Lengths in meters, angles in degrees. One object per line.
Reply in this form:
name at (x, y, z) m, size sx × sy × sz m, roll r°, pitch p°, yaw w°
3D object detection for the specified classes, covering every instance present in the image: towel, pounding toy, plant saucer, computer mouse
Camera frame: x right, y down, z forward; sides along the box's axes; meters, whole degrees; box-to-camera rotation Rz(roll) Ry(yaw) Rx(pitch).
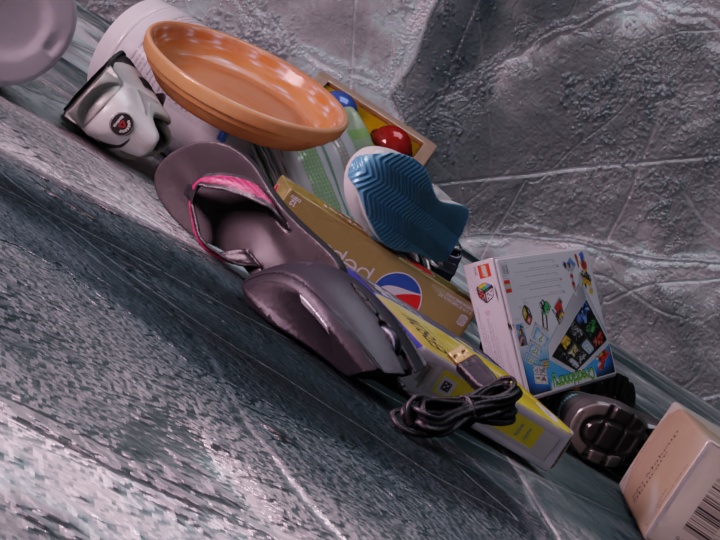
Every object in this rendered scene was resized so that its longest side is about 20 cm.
towel at (-0.026, -0.089, 1.682) m, size 0.200 × 0.031 × 0.149 m, roll -18°, pitch 84°, yaw -60°
pounding toy at (-0.009, -0.111, 1.876) m, size 0.184 × 0.142 × 0.200 m, roll 33°, pitch 31°, yaw 1°
plant saucer at (-0.108, -0.163, 1.587) m, size 0.200 × 0.037 × 0.200 m, roll 25°, pitch 20°, yaw -10°
computer mouse at (0.023, 0.041, 1.184) m, size 0.140 × 0.046 × 0.200 m, roll 1°, pitch 29°, yaw -48°

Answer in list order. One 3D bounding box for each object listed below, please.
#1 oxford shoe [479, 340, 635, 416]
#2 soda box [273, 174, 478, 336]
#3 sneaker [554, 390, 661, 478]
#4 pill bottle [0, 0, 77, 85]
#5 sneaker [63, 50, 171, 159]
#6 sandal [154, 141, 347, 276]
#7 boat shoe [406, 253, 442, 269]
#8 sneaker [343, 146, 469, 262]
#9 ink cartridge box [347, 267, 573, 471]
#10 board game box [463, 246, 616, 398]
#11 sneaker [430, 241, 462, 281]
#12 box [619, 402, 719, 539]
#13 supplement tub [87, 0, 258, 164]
oxford shoe at (0.172, 0.102, 1.683) m, size 0.200 × 0.073 × 0.084 m, roll 31°, pitch -12°, yaw -40°
soda box at (0.000, 0.000, 1.515) m, size 0.200 × 0.064 × 0.068 m, roll 32°, pitch 6°, yaw -14°
sneaker at (0.258, 0.158, 1.566) m, size 0.200 × 0.075 × 0.079 m, roll 32°, pitch 3°, yaw -19°
pill bottle at (-0.324, -0.238, 1.470) m, size 0.114 × 0.114 × 0.200 m, roll 29°, pitch 6°, yaw -38°
sneaker at (-0.207, -0.135, 1.529) m, size 0.088 × 0.074 × 0.200 m, roll 41°, pitch 9°, yaw -13°
sandal at (-0.088, -0.035, 1.289) m, size 0.200 × 0.075 × 0.045 m, roll 40°, pitch 19°, yaw 33°
boat shoe at (0.039, 0.001, 1.713) m, size 0.074 × 0.068 × 0.199 m, roll 36°, pitch 5°, yaw 22°
sneaker at (0.023, -0.060, 1.510) m, size 0.081 × 0.077 × 0.200 m, roll 27°, pitch -4°, yaw 25°
ink cartridge box at (0.043, 0.060, 1.338) m, size 0.200 × 0.047 × 0.198 m, roll 34°, pitch 5°, yaw -24°
board game box at (0.164, 0.047, 1.568) m, size 0.035 × 0.126 × 0.200 m, roll -15°, pitch -5°, yaw 30°
sneaker at (0.050, -0.034, 2.070) m, size 0.146 × 0.077 × 0.202 m, roll 31°, pitch 4°, yaw 3°
box at (0.268, 0.174, 1.385) m, size 0.078 × 0.095 × 0.200 m, roll 33°, pitch 4°, yaw 0°
supplement tub at (-0.158, -0.169, 1.747) m, size 0.200 × 0.132 × 0.132 m, roll 36°, pitch 6°, yaw 20°
